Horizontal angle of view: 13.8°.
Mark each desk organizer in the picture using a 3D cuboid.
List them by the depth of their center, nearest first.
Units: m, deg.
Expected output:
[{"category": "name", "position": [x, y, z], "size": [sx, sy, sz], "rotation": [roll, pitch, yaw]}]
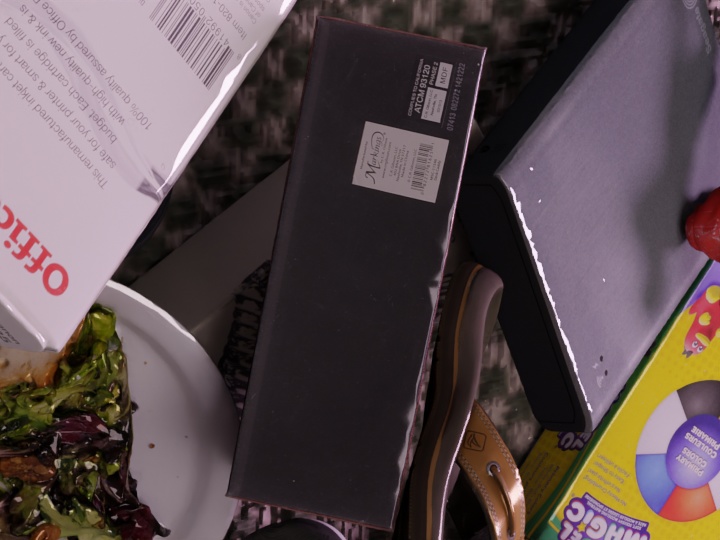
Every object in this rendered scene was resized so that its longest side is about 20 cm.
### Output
[{"category": "desk organizer", "position": [0.000, 0.000, 1.250], "size": [0.071, 0.077, 0.201], "rotation": [11, 93, 3]}]

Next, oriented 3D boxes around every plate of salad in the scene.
[{"category": "plate of salad", "position": [-0.148, 0.086, 1.260], "size": [0.199, 0.048, 0.201], "rotation": [-2, 121, -3]}]

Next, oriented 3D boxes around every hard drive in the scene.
[{"category": "hard drive", "position": [0.117, -0.042, 1.377], "size": [0.200, 0.033, 0.140], "rotation": [-51, 130, -42]}]

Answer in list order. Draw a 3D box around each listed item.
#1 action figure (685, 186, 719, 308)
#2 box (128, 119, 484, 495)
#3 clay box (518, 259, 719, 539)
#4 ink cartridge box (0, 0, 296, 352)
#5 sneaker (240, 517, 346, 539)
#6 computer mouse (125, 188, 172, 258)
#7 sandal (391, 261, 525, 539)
[{"category": "action figure", "position": [0.207, -0.063, 1.418], "size": [0.099, 0.065, 0.201], "rotation": [29, 67, -42]}, {"category": "box", "position": [-0.025, 0.007, 1.337], "size": [0.200, 0.068, 0.082], "rotation": [-40, 121, -13]}, {"category": "clay box", "position": [0.150, 0.092, 1.485], "size": [0.115, 0.048, 0.201], "rotation": [33, 87, -34]}, {"category": "ink cartridge box", "position": [-0.132, -0.090, 1.170], "size": [0.147, 0.083, 0.200], "rotation": [50, 61, -34]}, {"category": "sneaker", "position": [-0.033, 0.171, 1.365], "size": [0.115, 0.076, 0.201], "rotation": [-34, 155, -49]}, {"category": "computer mouse", "position": [-0.142, -0.104, 1.249], "size": [0.200, 0.046, 0.141], "rotation": [41, 67, -37]}, {"category": "sandal", "position": [0.046, 0.091, 1.261], "size": [0.054, 0.082, 0.201], "rotation": [12, 60, 1]}]
